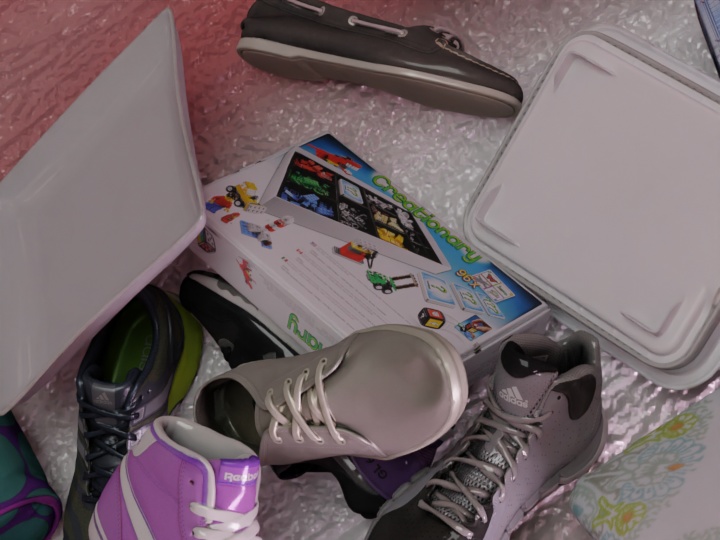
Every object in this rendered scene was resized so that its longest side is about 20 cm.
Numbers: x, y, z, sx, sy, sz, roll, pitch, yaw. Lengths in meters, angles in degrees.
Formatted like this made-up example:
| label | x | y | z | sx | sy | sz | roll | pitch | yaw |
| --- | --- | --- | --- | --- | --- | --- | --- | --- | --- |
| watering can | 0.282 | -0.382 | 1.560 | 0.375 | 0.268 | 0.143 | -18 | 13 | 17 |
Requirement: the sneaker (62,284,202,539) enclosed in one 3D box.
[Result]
| label | x | y | z | sx | sy | sz | roll | pitch | yaw |
| --- | --- | --- | --- | --- | --- | --- | --- | --- | --- |
| sneaker | -0.150 | 0.098 | 1.326 | 0.073 | 0.081 | 0.202 | 1 | 72 | 16 |

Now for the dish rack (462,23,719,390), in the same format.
| label | x | y | z | sx | sy | sz | roll | pitch | yaw |
| --- | --- | --- | --- | --- | --- | --- | --- | --- | --- |
| dish rack | 0.156 | -0.044 | 1.277 | 0.200 | 0.043 | 0.172 | 34 | 97 | 33 |

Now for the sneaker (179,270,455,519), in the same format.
| label | x | y | z | sx | sy | sz | roll | pitch | yaw |
| --- | --- | --- | --- | --- | --- | --- | --- | --- | --- |
| sneaker | -0.046 | 0.075 | 1.313 | 0.199 | 0.076 | 0.088 | 33 | 91 | 25 |

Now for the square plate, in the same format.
| label | x | y | z | sx | sy | sz | roll | pitch | yaw |
| --- | --- | --- | --- | --- | --- | --- | --- | --- | --- |
| square plate | -0.162 | -0.035 | 1.339 | 0.198 | 0.028 | 0.201 | -42 | 39 | 26 |

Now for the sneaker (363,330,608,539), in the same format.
| label | x | y | z | sx | sy | sz | roll | pitch | yaw |
| --- | --- | --- | --- | --- | --- | --- | --- | --- | --- |
| sneaker | 0.067 | 0.097 | 1.203 | 0.075 | 0.116 | 0.200 | 30 | 52 | 25 |

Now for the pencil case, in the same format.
| label | x | y | z | sx | sy | sz | roll | pitch | yaw |
| --- | --- | --- | --- | --- | --- | --- | --- | --- | --- |
| pencil case | -0.269 | 0.096 | 1.358 | 0.092 | 0.085 | 0.200 | -39 | 67 | 6 |

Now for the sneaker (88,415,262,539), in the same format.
| label | x | y | z | sx | sy | sz | roll | pitch | yaw |
| --- | --- | --- | --- | --- | --- | --- | --- | --- | --- |
| sneaker | -0.076 | 0.167 | 1.204 | 0.201 | 0.072 | 0.115 | 49 | 123 | 28 |

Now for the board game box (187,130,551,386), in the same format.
| label | x | y | z | sx | sy | sz | roll | pitch | yaw |
| --- | --- | --- | --- | --- | --- | --- | --- | --- | --- |
| board game box | 0.000 | 0.000 | 1.301 | 0.126 | 0.035 | 0.200 | -27 | 54 | -37 |

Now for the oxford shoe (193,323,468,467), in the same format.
| label | x | y | z | sx | sy | sz | roll | pitch | yaw |
| --- | --- | --- | --- | --- | --- | --- | --- | --- | --- |
| oxford shoe | -0.021 | 0.075 | 1.216 | 0.199 | 0.058 | 0.076 | -11 | 93 | 44 |

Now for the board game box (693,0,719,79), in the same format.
| label | x | y | z | sx | sy | sz | roll | pitch | yaw |
| --- | --- | --- | --- | --- | --- | --- | --- | --- | --- |
| board game box | 0.295 | -0.110 | 1.289 | 0.199 | 0.062 | 0.201 | -32 | 67 | 3 |

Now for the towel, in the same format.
| label | x | y | z | sx | sy | sz | roll | pitch | yaw |
| --- | --- | --- | --- | --- | --- | --- | --- | --- | --- |
| towel | 0.227 | 0.113 | 1.182 | 0.199 | 0.171 | 0.048 | -32 | 110 | -4 |

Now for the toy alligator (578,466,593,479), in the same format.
| label | x | y | z | sx | sy | sz | roll | pitch | yaw |
| --- | --- | --- | --- | --- | --- | --- | --- | --- | --- |
| toy alligator | 0.050 | 0.156 | 1.266 | 0.200 | 0.054 | 0.059 | -37 | 66 | 0 |

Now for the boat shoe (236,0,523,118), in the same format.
| label | x | y | z | sx | sy | sz | roll | pitch | yaw |
| --- | --- | --- | --- | --- | --- | --- | --- | --- | --- |
| boat shoe | 0.014 | -0.144 | 1.375 | 0.199 | 0.067 | 0.057 | 14 | 80 | 23 |
